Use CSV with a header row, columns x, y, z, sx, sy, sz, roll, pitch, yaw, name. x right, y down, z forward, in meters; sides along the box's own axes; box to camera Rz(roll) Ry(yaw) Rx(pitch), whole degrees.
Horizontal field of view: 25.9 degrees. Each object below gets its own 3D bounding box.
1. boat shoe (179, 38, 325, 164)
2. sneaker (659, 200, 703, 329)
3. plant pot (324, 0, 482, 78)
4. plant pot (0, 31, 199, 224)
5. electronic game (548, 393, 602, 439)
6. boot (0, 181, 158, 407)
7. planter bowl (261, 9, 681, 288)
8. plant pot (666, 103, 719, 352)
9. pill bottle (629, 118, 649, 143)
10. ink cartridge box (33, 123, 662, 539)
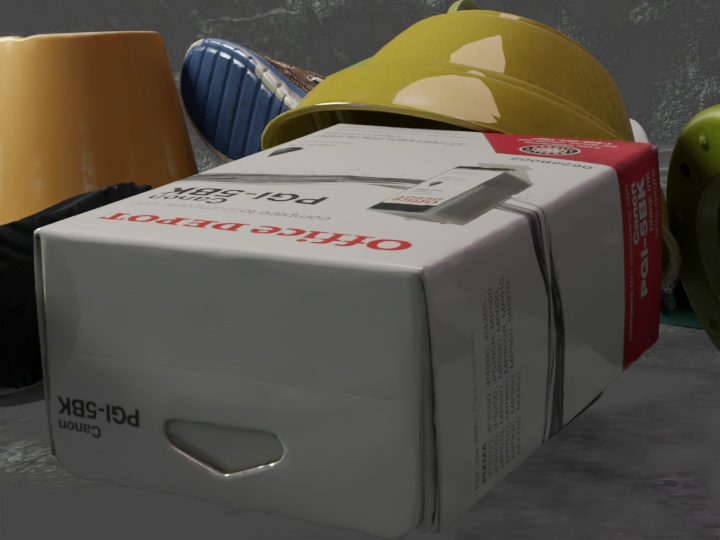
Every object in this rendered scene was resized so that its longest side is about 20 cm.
x,y,z,sx,sy,sz,roll,pitch,yaw,name
-0.034,-0.089,0.998,0.200,0.073,0.072,36,29,31,boat shoe
0.139,-0.016,0.830,0.199,0.078,0.091,17,13,-18,sneaker
0.013,-0.070,1.109,0.183,0.202,0.200,-12,3,20,plant pot
-0.188,-0.064,1.047,0.199,0.185,0.200,-2,6,0,plant pot
0.001,0.046,0.651,0.199,0.042,0.200,-2,7,0,electronic game
-0.162,0.027,0.591,0.167,0.077,0.200,-16,-1,24,boot
0.061,-0.063,0.728,0.199,0.084,0.201,17,-16,5,planter bowl
0.249,-0.032,0.694,0.192,0.202,0.200,-18,11,-17,plant pot
0.136,-0.075,1.312,0.199,0.115,0.114,-4,7,-13,pill bottle
0.005,0.007,0.547,0.146,0.083,0.200,6,17,28,ink cartridge box
